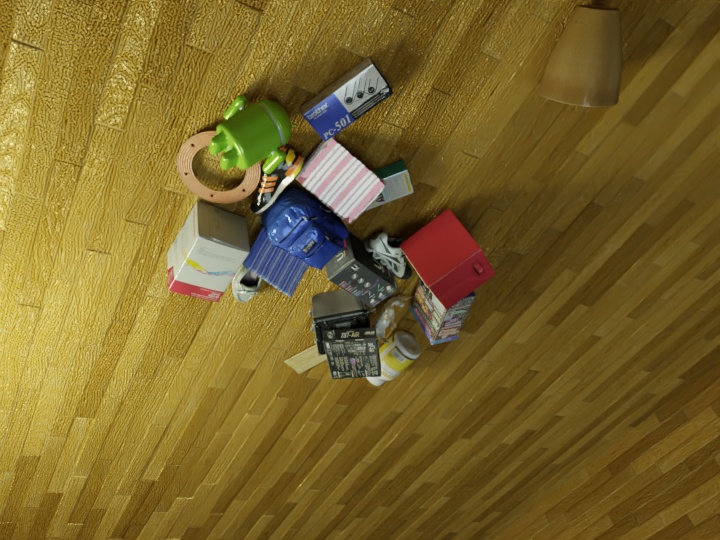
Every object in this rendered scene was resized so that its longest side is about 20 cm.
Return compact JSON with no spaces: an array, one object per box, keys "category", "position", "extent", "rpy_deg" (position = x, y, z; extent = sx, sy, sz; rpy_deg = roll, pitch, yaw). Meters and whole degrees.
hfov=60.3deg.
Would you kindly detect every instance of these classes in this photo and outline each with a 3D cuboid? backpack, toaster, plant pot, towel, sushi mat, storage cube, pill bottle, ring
[{"category":"backpack","position":[-0.145,-0.111,1.611],"extent":[0.163,0.168,0.200],"rpy_deg":[-47,128,12]},{"category":"toaster","position":[-0.057,0.159,1.934],"extent":[0.199,0.119,0.181],"rpy_deg":[-10,136,-6]},{"category":"plant pot","position":[0.527,-0.501,1.434],"extent":[0.185,0.187,0.201],"rpy_deg":[-3,121,-14]},{"category":"towel","position":[-0.222,-0.032,1.708],"extent":[0.200,0.024,0.145],"rpy_deg":[39,74,-41]},{"category":"sushi mat","position":[-0.152,0.287,2.108],"extent":[0.199,0.012,0.096],"rpy_deg":[-28,133,11]},{"category":"storage cube","position":[0.247,-0.031,1.764],"extent":[0.180,0.200,0.171],"rpy_deg":[-37,144,6]},{"category":"towel","position":[-0.052,-0.229,1.575],"extent":[0.200,0.030,0.146],"rpy_deg":[39,106,-18]},{"category":"pill bottle","position":[0.104,0.308,2.136],"extent":[0.111,0.112,0.200],"rpy_deg":[24,124,-34]},{"category":"ring","position":[-0.341,-0.250,1.500],"extent":[0.199,0.019,0.201],"rpy_deg":[-1,130,-2]}]

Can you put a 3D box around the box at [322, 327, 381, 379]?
[{"category":"box","position":[-0.022,0.257,1.902],"extent":[0.159,0.044,0.200],"rpy_deg":[-4,136,6]}]

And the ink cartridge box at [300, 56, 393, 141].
[{"category":"ink cartridge box","position":[-0.032,-0.397,1.447],"extent":[0.200,0.044,0.094],"rpy_deg":[-32,132,16]}]

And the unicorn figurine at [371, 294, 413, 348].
[{"category":"unicorn figurine","position":[0.083,0.156,1.951],"extent":[0.074,0.137,0.200],"rpy_deg":[40,104,-17]}]

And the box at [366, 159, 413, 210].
[{"category":"box","position":[0.035,-0.215,1.642],"extent":[0.199,0.049,0.082],"rpy_deg":[-20,135,3]}]

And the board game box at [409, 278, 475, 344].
[{"category":"board game box","position":[0.251,0.101,1.930],"extent":[0.096,0.160,0.200],"rpy_deg":[-9,137,-25]}]

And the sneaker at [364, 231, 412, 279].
[{"category":"sneaker","position":[0.106,-0.044,1.815],"extent":[0.088,0.074,0.200],"rpy_deg":[-36,133,20]}]

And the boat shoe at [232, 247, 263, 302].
[{"category":"boat shoe","position":[-0.314,0.021,1.761],"extent":[0.074,0.065,0.202],"rpy_deg":[12,129,-26]}]

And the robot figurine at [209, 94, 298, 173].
[{"category":"robot figurine","position":[-0.241,-0.307,1.395],"extent":[0.200,0.176,0.116],"rpy_deg":[-37,180,-19]}]

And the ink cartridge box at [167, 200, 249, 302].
[{"category":"ink cartridge box","position":[-0.397,-0.047,1.611],"extent":[0.144,0.146,0.200],"rpy_deg":[18,127,-31]}]

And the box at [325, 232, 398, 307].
[{"category":"box","position":[0.000,0.000,1.792],"extent":[0.106,0.123,0.200],"rpy_deg":[-37,133,22]}]

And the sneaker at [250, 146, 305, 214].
[{"category":"sneaker","position":[-0.228,-0.231,1.547],"extent":[0.090,0.070,0.200],"rpy_deg":[37,117,-21]}]
